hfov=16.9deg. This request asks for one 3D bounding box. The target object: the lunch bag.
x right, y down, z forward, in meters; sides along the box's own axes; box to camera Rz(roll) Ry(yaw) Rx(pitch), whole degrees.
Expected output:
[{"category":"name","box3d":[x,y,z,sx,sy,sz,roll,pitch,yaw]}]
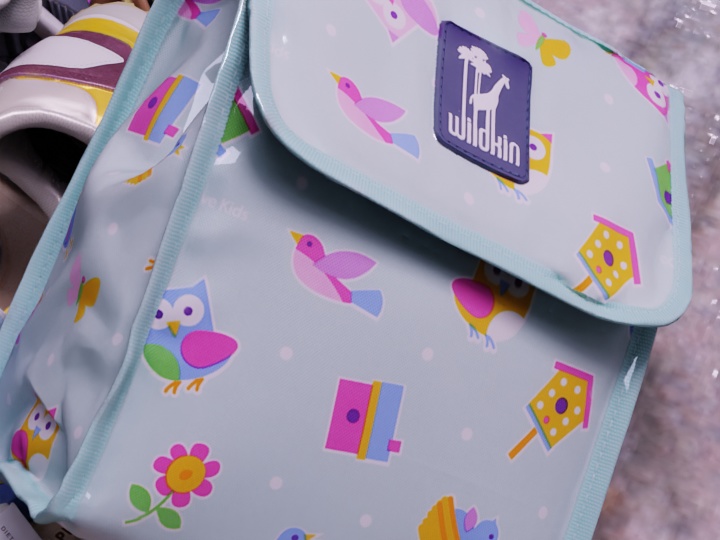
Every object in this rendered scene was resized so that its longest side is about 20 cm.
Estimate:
[{"category":"lunch bag","box3d":[0.000,0.000,0.718,0.170,0.122,0.200,25,86,-25]}]

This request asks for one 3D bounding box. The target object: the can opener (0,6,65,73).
[{"category":"can opener","box3d":[-0.146,-0.096,0.857,0.200,0.053,0.067,40,85,-12]}]

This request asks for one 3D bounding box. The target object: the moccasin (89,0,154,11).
[{"category":"moccasin","box3d":[-0.028,-0.059,0.891,0.074,0.078,0.201,-21,56,-27]}]

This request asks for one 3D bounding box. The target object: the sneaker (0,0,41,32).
[{"category":"sneaker","box3d":[-0.188,-0.054,0.794,0.200,0.075,0.081,-44,73,11]}]

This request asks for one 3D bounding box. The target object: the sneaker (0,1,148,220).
[{"category":"sneaker","box3d":[-0.043,0.001,0.806,0.200,0.075,0.090,38,40,0]}]

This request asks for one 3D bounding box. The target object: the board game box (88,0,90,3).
[{"category":"board game box","box3d":[-0.091,-0.175,1.006,0.200,0.039,0.158,-10,51,-15]}]

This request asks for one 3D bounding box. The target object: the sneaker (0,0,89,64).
[{"category":"sneaker","box3d":[-0.197,-0.124,0.928,0.200,0.070,0.082,9,51,-3]}]

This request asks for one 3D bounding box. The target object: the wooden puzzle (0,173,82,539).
[{"category":"wooden puzzle","box3d":[-0.152,0.035,0.814,0.200,0.046,0.185,33,53,19]}]

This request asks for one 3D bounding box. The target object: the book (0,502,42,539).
[{"category":"book","box3d":[-0.132,0.178,0.661,0.200,0.048,0.134,-42,98,-35]}]

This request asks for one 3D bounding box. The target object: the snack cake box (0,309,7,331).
[{"category":"snack cake box","box3d":[-0.209,0.064,0.705,0.115,0.067,0.200,17,67,34]}]
